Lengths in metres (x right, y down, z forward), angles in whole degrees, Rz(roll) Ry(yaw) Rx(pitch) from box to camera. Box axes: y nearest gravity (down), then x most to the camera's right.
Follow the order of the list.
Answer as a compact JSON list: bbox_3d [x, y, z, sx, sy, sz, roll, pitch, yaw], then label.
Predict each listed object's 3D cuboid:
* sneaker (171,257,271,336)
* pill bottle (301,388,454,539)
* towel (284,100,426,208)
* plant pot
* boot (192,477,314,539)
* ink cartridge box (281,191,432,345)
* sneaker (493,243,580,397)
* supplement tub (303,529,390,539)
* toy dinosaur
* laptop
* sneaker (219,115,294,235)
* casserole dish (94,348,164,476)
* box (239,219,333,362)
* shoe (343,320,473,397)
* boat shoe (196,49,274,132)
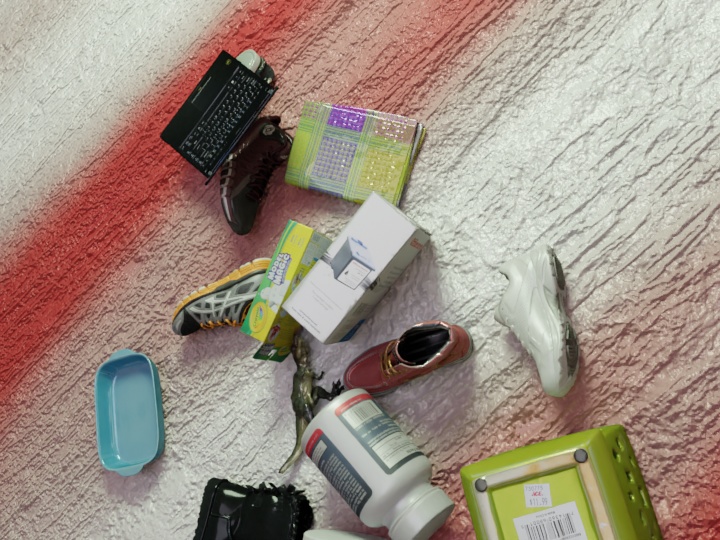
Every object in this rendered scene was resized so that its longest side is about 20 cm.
[{"bbox_3d":[-0.207,0.057,1.278,0.199,0.078,0.078,-30,77,17],"label":"sneaker"},{"bbox_3d":[0.025,0.266,1.097,0.120,0.119,0.200,-48,64,7],"label":"pill bottle"},{"bbox_3d":[-0.011,-0.175,1.256,0.198,0.023,0.145,15,85,19],"label":"towel"},{"bbox_3d":[0.233,0.293,0.963,0.199,0.181,0.201,-20,70,18],"label":"plant pot"},{"bbox_3d":[-0.156,0.395,1.180,0.161,0.073,0.200,5,80,22],"label":"boot"},{"bbox_3d":[0.000,0.000,1.147,0.086,0.146,0.200,38,95,11],"label":"ink cartridge box"},{"bbox_3d":[0.226,0.071,1.084,0.099,0.078,0.202,-17,63,27],"label":"sneaker"},{"bbox_3d":[-0.024,0.449,1.071,0.131,0.132,0.202,2,78,25],"label":"supplement tub"},{"bbox_3d":[-0.072,0.195,1.200,0.088,0.047,0.202,-4,77,39],"label":"toy dinosaur"},{"bbox_3d":[-0.220,-0.238,1.259,0.200,0.103,0.178,40,94,24],"label":"laptop"},{"bbox_3d":[-0.154,-0.159,1.304,0.115,0.076,0.202,-7,75,20],"label":"sneaker"},{"bbox_3d":[-0.366,0.227,1.330,0.120,0.039,0.202,-16,71,21],"label":"casserole dish"},{"bbox_3d":[-0.105,0.036,1.210,0.048,0.117,0.201,21,87,20],"label":"box"},{"bbox_3d":[0.051,0.119,1.134,0.199,0.091,0.072,-22,70,19],"label":"shoe"},{"bbox_3d":[-0.221,-0.269,1.365,0.200,0.060,0.076,-43,45,12],"label":"boat shoe"}]
